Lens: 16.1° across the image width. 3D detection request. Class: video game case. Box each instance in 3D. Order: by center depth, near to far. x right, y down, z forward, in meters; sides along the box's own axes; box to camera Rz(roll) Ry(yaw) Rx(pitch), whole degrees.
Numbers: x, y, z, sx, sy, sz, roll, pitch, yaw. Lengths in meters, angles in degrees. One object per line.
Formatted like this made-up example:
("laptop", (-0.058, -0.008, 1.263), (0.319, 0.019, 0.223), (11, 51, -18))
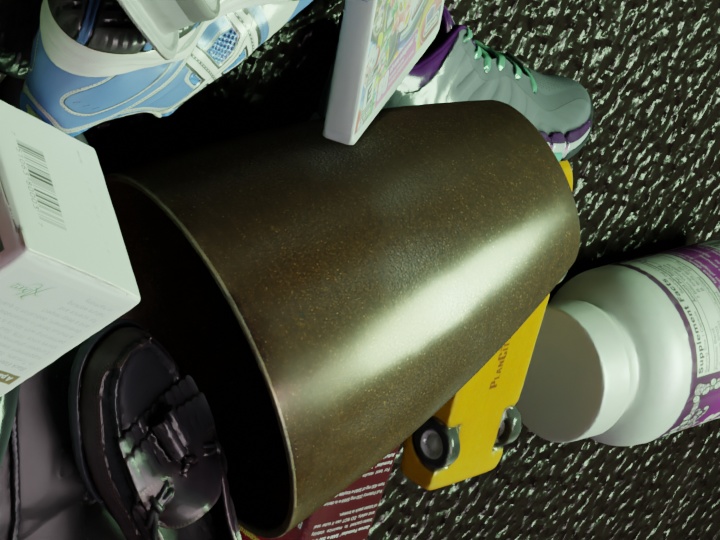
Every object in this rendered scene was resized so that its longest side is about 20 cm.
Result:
("video game case", (0.026, -0.176, 1.178), (0.143, 0.018, 0.201), (-55, 159, -57))

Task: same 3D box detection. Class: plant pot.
("plant pot", (0.000, 0.000, 1.226), (0.199, 0.187, 0.188), (-27, 137, -22))

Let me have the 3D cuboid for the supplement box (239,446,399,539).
("supplement box", (-0.053, 0.127, 1.364), (0.061, 0.109, 0.201), (-9, 124, -48))

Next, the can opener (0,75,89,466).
("can opener", (-0.167, 0.013, 1.123), (0.078, 0.063, 0.202), (26, 76, -52))

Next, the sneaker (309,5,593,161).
("sneaker", (0.060, -0.101, 1.344), (0.199, 0.074, 0.088), (-12, 123, -44))

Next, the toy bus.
("toy bus", (0.060, 0.021, 1.439), (0.065, 0.078, 0.201), (-16, 129, -44))

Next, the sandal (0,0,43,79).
("sandal", (-0.110, -0.160, 1.117), (0.201, 0.048, 0.076), (-53, 147, -26))

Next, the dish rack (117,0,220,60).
("dish rack", (-0.092, -0.199, 0.966), (0.043, 0.201, 0.172), (-16, 154, 10))

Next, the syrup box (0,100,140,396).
("syrup box", (-0.195, 0.020, 1.048), (0.199, 0.079, 0.081), (-32, 150, 21))

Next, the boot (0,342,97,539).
("boot", (-0.203, 0.095, 1.183), (0.197, 0.073, 0.164), (-3, 109, -26))

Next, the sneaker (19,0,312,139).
("sneaker", (-0.078, -0.117, 1.097), (0.200, 0.076, 0.077), (-29, 159, -49))

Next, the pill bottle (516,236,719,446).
("pill bottle", (0.181, 0.047, 1.578), (0.199, 0.112, 0.113), (-13, 128, -44))

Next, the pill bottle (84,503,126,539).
("pill bottle", (-0.133, 0.179, 1.307), (0.201, 0.111, 0.111), (-57, 146, 4))

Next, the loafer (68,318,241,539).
("loafer", (-0.081, 0.111, 1.190), (0.072, 0.063, 0.201), (-41, 134, -36))
